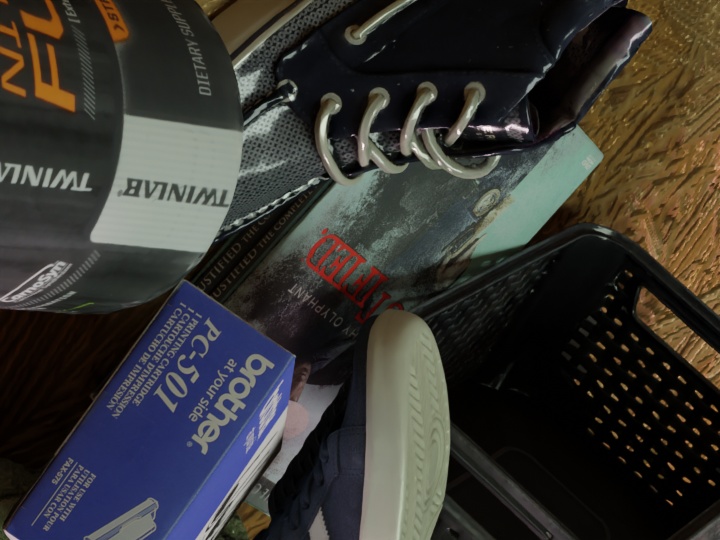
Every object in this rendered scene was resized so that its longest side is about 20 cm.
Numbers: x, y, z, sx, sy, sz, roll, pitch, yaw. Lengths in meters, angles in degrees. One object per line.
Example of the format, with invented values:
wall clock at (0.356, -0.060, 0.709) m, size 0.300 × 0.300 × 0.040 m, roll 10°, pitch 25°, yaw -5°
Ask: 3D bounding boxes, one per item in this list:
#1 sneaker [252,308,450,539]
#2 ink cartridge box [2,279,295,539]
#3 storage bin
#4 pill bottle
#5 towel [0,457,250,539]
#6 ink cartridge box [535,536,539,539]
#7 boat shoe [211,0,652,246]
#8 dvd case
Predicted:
sneaker at (-0.020, 0.104, 0.985) m, size 0.075 × 0.084 × 0.200 m, roll -47°, pitch 146°, yaw -66°
ink cartridge box at (-0.066, 0.070, 0.906) m, size 0.094 × 0.044 × 0.200 m, roll -54°, pitch 175°, yaw -11°
storage bin at (0.076, 0.076, 1.091) m, size 0.200 × 0.135 × 0.094 m, roll -25°, pitch 153°, yaw -55°
pill bottle at (-0.131, -0.044, 0.759) m, size 0.200 × 0.106 × 0.106 m, roll 5°, pitch 122°, yaw -54°
towel at (-0.128, 0.141, 1.049) m, size 0.148 × 0.036 × 0.200 m, roll -51°, pitch 150°, yaw 9°
ink cartridge box at (0.028, 0.175, 1.210) m, size 0.067 × 0.116 × 0.200 m, roll 1°, pitch 126°, yaw -54°
boat shoe at (0.007, -0.058, 0.931) m, size 0.200 × 0.093 × 0.075 m, roll -44°, pitch 150°, yaw -7°
dvd case at (0.000, 0.000, 1.062) m, size 0.200 × 0.022 × 0.146 m, roll -47°, pitch 150°, yaw 1°
